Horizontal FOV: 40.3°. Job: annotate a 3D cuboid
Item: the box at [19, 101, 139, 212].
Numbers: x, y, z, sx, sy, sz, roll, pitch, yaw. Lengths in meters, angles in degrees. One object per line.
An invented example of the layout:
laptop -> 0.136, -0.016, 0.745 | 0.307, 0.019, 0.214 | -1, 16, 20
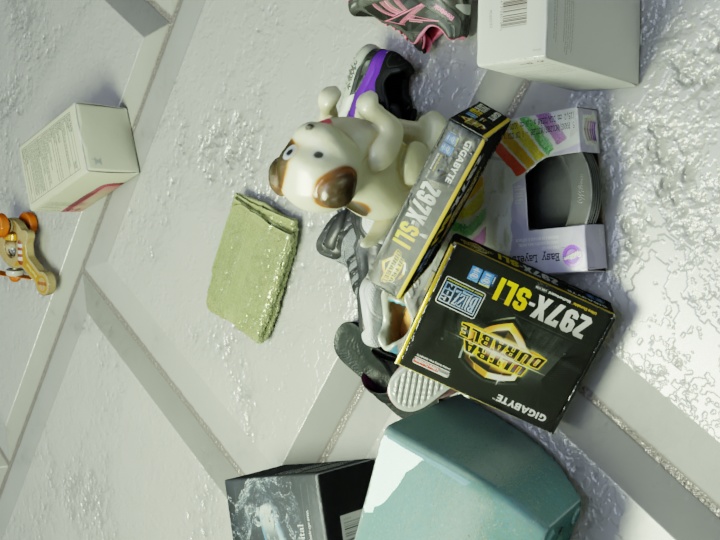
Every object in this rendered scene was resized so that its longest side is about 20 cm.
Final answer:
box -> -0.497, -0.195, 1.726 | 0.199, 0.109, 0.129 | -22, 76, 40

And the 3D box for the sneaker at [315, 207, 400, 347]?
sneaker -> 0.000, 0.000, 1.307 | 0.113, 0.075, 0.202 | -1, 85, 43

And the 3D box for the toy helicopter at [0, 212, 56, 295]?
toy helicopter -> -0.651, -0.015, 1.897 | 0.200, 0.079, 0.133 | 43, 119, 28

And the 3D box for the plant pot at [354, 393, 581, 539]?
plant pot -> 0.133, 0.285, 1.123 | 0.199, 0.195, 0.198 | 22, 106, 29

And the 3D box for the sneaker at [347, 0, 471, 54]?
sneaker -> 0.061, -0.323, 1.245 | 0.199, 0.079, 0.096 | 10, 109, 43

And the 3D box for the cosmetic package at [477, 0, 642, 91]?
cosmetic package -> 0.211, -0.252, 1.017 | 0.084, 0.199, 0.109 | 2, 90, 40

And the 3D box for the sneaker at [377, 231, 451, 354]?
sneaker -> 0.076, 0.012, 1.231 | 0.076, 0.080, 0.202 | 19, 103, 42

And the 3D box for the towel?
towel -> -0.163, -0.004, 1.478 | 0.148, 0.036, 0.201 | 30, 110, 37

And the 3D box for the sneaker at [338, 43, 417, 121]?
sneaker -> 0.021, -0.188, 1.281 | 0.099, 0.069, 0.202 | 23, 107, 37

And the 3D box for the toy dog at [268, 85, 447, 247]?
toy dog -> -0.019, -0.124, 1.160 | 0.139, 0.199, 0.195 | 28, 111, 30

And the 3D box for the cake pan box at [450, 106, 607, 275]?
cake pan box -> 0.192, -0.085, 1.143 | 0.199, 0.052, 0.186 | -2, 92, 43

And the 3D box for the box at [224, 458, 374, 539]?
box -> -0.073, 0.373, 1.356 | 0.199, 0.117, 0.198 | -15, 82, 43

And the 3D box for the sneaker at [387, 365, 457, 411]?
sneaker -> 0.127, 0.103, 1.198 | 0.199, 0.105, 0.076 | -29, 86, 8

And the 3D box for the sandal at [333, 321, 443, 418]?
sandal -> 0.026, 0.139, 1.302 | 0.200, 0.048, 0.076 | 34, 113, 37

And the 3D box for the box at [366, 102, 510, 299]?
box -> 0.088, -0.081, 1.085 | 0.049, 0.160, 0.201 | 31, 111, 9

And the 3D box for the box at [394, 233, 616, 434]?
box -> 0.161, 0.071, 1.102 | 0.199, 0.049, 0.161 | 25, 106, 0
